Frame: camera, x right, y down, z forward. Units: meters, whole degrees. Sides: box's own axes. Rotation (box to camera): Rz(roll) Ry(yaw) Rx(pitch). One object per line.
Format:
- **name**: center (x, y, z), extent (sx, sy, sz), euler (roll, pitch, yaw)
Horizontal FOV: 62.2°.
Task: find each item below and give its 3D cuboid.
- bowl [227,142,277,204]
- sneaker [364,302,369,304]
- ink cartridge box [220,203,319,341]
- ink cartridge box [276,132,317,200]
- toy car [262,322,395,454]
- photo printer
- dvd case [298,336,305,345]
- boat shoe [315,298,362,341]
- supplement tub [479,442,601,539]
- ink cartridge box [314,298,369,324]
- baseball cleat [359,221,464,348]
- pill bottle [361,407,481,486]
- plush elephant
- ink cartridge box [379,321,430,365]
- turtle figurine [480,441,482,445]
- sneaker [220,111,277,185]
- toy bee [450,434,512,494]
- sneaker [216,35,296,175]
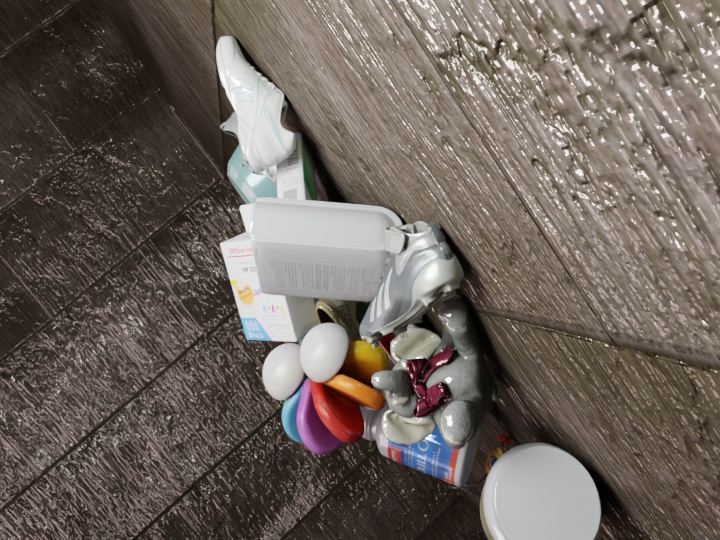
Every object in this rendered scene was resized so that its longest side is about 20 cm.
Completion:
- **bowl**: center (-0.188, -0.174, 1.173), extent (0.202, 0.104, 0.201), euler (50, 170, 11)
- **sneaker**: center (-0.001, 0.001, 0.972), extent (0.147, 0.076, 0.203), euler (52, 171, 20)
- **ink cartridge box**: center (-0.145, 0.001, 0.924), extent (0.112, 0.067, 0.207), euler (-3, 106, 36)
- **ink cartridge box**: center (-0.076, -0.079, 0.912), extent (0.201, 0.048, 0.166), euler (62, -162, -58)
- **toy car**: center (-0.042, 0.185, 0.863), extent (0.173, 0.197, 0.154), euler (33, -135, -34)
- **photo printer**: center (-0.037, -0.021, 0.762), extent (0.168, 0.192, 0.072), euler (97, 177, -64)
- **dvd case**: center (-0.077, 0.026, 1.077), extent (0.021, 0.203, 0.149), euler (5, 132, 15)
- **boat shoe**: center (-0.036, 0.099, 0.943), extent (0.071, 0.063, 0.204), euler (12, 138, 26)
- **supplement tub**: center (0.226, 0.304, 0.764), extent (0.145, 0.143, 0.201), euler (47, 170, 24)
- **ink cartridge box**: center (-0.011, 0.051, 1.079), extent (0.101, 0.061, 0.199), euler (24, -171, 14)
- **baseball cleat**: center (0.046, 0.011, 0.680), extent (0.200, 0.068, 0.109), euler (-41, 66, 51)
- **pill bottle**: center (0.093, 0.266, 0.987), extent (0.194, 0.115, 0.113), euler (14, 154, 25)
- **plush elephant**: center (0.086, 0.144, 0.763), extent (0.200, 0.150, 0.171), euler (39, -133, -59)
- **ink cartridge box**: center (0.098, 0.136, 0.914), extent (0.202, 0.043, 0.174), euler (53, -169, -3)
- **turtle figurine**: center (0.143, 0.227, 1.069), extent (0.202, 0.099, 0.151), euler (56, 169, 31)
- **sneaker**: center (-0.164, -0.188, 1.020), extent (0.203, 0.081, 0.075), euler (56, 177, 10)
- **toy bee**: center (0.241, 0.327, 0.964), extent (0.194, 0.112, 0.131), euler (11, 167, 27)
- **sneaker**: center (-0.144, -0.237, 0.829), extent (0.070, 0.078, 0.206), euler (56, -166, -79)
